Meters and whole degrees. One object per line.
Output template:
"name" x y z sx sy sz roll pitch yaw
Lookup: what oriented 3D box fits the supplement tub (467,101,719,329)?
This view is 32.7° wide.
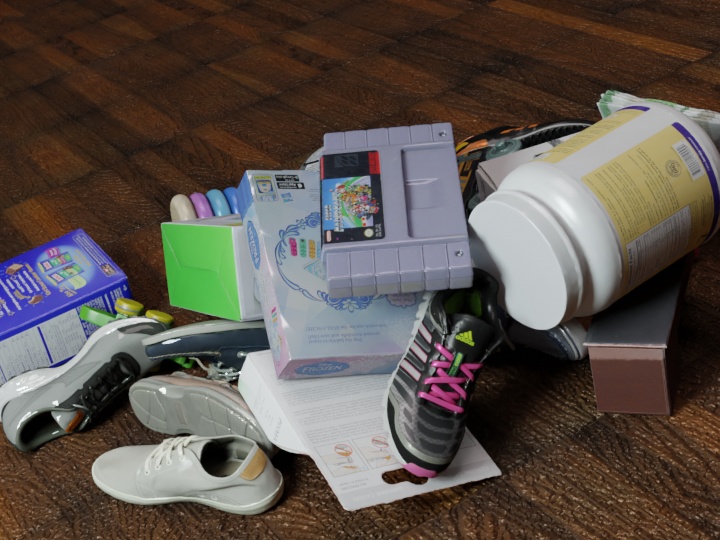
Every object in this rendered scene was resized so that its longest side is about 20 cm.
"supplement tub" 0.208 -0.048 1.082 0.200 0.146 0.145 -30 33 -25

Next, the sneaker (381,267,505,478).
"sneaker" 0.075 0.076 1.040 0.074 0.087 0.200 25 54 -9

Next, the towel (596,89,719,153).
"towel" 0.351 -0.116 1.293 0.200 0.149 0.031 20 58 44

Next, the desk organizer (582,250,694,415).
"desk organizer" 0.263 0.042 1.130 0.071 0.077 0.200 0 32 23

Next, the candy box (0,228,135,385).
"candy box" -0.374 0.047 1.405 0.199 0.077 0.169 -25 32 -20

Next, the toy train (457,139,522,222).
"toy train" 0.135 -0.076 1.397 0.114 0.085 0.200 -15 29 27

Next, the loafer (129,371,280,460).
"loafer" -0.139 0.129 1.170 0.199 0.072 0.063 10 30 41

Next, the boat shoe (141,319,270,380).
"boat shoe" -0.115 0.076 1.220 0.199 0.062 0.075 -7 5 -21

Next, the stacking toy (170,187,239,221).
"stacking toy" -0.129 -0.074 1.516 0.199 0.086 0.085 -16 28 -17

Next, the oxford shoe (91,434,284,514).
"oxford shoe" -0.160 0.175 1.108 0.199 0.058 0.075 1 36 29

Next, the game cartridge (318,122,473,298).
"game cartridge" 0.028 -0.059 1.098 0.129 0.038 0.201 -2 44 -1

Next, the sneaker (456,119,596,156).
"sneaker" 0.208 -0.156 1.507 0.199 0.070 0.090 -12 32 8

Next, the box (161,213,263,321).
"box" -0.087 -0.010 1.270 0.176 0.097 0.200 -9 7 -27

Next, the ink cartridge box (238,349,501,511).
"ink cartridge box" 0.005 0.138 1.082 0.160 0.050 0.200 -8 42 -30

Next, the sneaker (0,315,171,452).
"sneaker" -0.271 0.118 1.237 0.200 0.074 0.079 -31 43 0

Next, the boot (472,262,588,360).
"boot" 0.129 0.058 1.187 0.090 0.073 0.200 -40 33 -15

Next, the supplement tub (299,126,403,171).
"supplement tub" 0.002 -0.091 1.391 0.122 0.123 0.200 -28 10 -23

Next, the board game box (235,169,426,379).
"board game box" 0.000 0.000 1.139 0.199 0.043 0.200 -1 57 -25

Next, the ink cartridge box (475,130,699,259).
"ink cartridge box" 0.232 -0.059 1.249 0.199 0.147 0.083 -18 31 -5

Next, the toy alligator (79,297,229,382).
"toy alligator" -0.208 0.077 1.308 0.199 0.060 0.054 20 7 21
